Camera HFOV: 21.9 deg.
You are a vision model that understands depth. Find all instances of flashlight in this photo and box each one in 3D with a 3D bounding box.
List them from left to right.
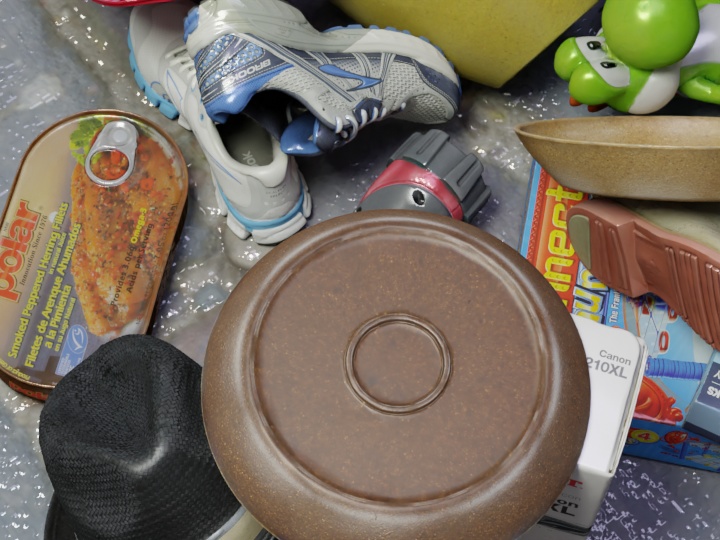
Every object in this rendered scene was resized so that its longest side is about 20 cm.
[{"bbox_3d":[0.000,0.000,1.165,0.068,0.068,0.200,38,66,5],"label":"flashlight"}]

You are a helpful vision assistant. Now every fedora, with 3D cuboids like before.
[{"bbox_3d":[-0.120,0.100,1.039,0.200,0.092,0.201,-24,33,17],"label":"fedora"}]

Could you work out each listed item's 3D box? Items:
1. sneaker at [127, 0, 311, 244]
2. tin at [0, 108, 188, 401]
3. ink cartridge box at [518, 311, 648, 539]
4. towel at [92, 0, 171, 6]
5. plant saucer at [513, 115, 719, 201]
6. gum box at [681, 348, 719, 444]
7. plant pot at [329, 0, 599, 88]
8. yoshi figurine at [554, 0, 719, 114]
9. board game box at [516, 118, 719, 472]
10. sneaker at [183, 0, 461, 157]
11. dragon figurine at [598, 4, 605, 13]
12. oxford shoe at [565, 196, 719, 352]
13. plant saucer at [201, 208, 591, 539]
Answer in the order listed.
[{"bbox_3d":[-0.091,-0.118,1.211,0.075,0.087,0.200,-29,66,-14],"label":"sneaker"},{"bbox_3d":[-0.176,-0.010,1.178,0.111,0.042,0.201,14,63,0],"label":"tin"},{"bbox_3d":[0.069,0.095,1.042,0.144,0.200,0.085,17,63,6],"label":"ink cartridge box"},{"bbox_3d":[-0.107,-0.190,1.206,0.144,0.200,0.023,-5,101,-6],"label":"towel"},{"bbox_3d":[0.189,-0.066,1.100,0.199,0.200,0.036,0,99,-3],"label":"plant saucer"},{"bbox_3d":[0.307,0.038,1.107,0.169,0.045,0.201,24,65,10],"label":"gum box"},{"bbox_3d":[0.082,-0.205,1.223,0.200,0.200,0.142,-41,92,-21],"label":"plant pot"},{"bbox_3d":[0.218,-0.153,1.197,0.199,0.113,0.112,-14,24,-35],"label":"yoshi figurine"},{"bbox_3d":[0.192,0.017,1.170,0.194,0.056,0.201,10,63,2],"label":"board game box"},{"bbox_3d":[-0.022,-0.106,1.161,0.199,0.077,0.086,9,66,-32],"label":"sneaker"},{"bbox_3d":[0.167,-0.247,1.304,0.099,0.059,0.200,-29,69,-17],"label":"dragon figurine"},{"bbox_3d":[0.207,-0.008,1.077,0.074,0.071,0.200,-30,39,-22],"label":"oxford shoe"},{"bbox_3d":[0.018,0.052,0.934,0.199,0.035,0.202,1,66,-1],"label":"plant saucer"}]
